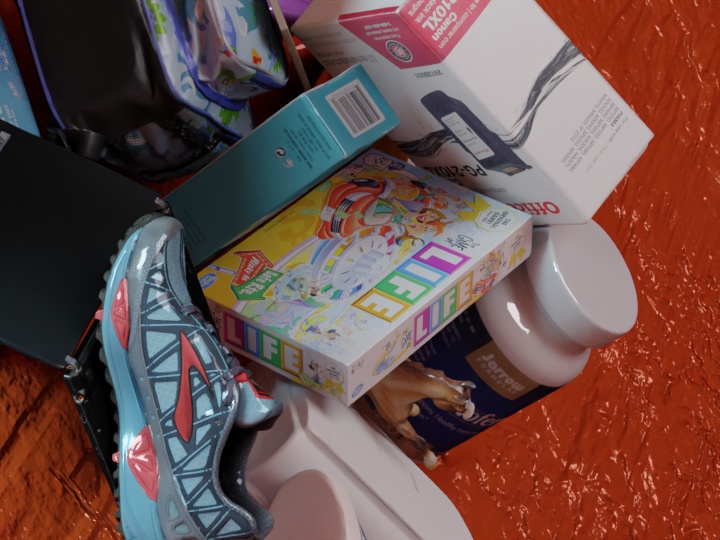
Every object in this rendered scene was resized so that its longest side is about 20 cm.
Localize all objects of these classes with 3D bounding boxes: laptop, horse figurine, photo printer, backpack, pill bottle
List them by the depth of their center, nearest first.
[{"bbox_3d":[-0.173,0.033,1.514,0.177,0.103,0.200,-66,144,-51],"label":"laptop"},{"bbox_3d":[0.003,0.152,1.664,0.200,0.069,0.166,46,8,-18],"label":"photo printer"},{"bbox_3d":[-0.131,-0.152,1.680,0.200,0.147,0.183,40,28,-74],"label":"backpack"},{"bbox_3d":[-0.003,0.054,1.709,0.200,0.050,0.133,42,-12,21],"label":"horse figurine"},{"bbox_3d":[0.086,0.044,1.789,0.116,0.200,0.116,33,40,-33],"label":"pill bottle"}]

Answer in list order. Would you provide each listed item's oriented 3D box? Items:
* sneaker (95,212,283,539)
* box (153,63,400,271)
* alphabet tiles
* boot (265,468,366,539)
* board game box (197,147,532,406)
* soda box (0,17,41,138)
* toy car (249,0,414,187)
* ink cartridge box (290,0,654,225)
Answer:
[{"bbox_3d":[-0.087,0.065,1.453,0.079,0.095,0.201,-14,99,-72],"label":"sneaker"},{"bbox_3d":[-0.073,-0.053,1.656,0.049,0.200,0.082,55,33,0],"label":"box"},{"bbox_3d":[-0.071,-0.210,1.676,0.200,0.008,0.168,67,2,-68],"label":"alphabet tiles"},{"bbox_3d":[-0.004,0.222,1.538,0.090,0.073,0.201,24,54,-49],"label":"boot"},{"bbox_3d":[0.000,0.000,1.671,0.134,0.034,0.200,24,43,29],"label":"board game box"},{"bbox_3d":[-0.233,-0.058,1.575,0.068,0.064,0.200,3,60,-51],"label":"soda box"},{"bbox_3d":[-0.027,-0.151,1.870,0.150,0.175,0.200,1,55,-10],"label":"toy car"},{"bbox_3d":[0.073,-0.123,1.711,0.200,0.145,0.084,46,70,-22],"label":"ink cartridge box"}]
